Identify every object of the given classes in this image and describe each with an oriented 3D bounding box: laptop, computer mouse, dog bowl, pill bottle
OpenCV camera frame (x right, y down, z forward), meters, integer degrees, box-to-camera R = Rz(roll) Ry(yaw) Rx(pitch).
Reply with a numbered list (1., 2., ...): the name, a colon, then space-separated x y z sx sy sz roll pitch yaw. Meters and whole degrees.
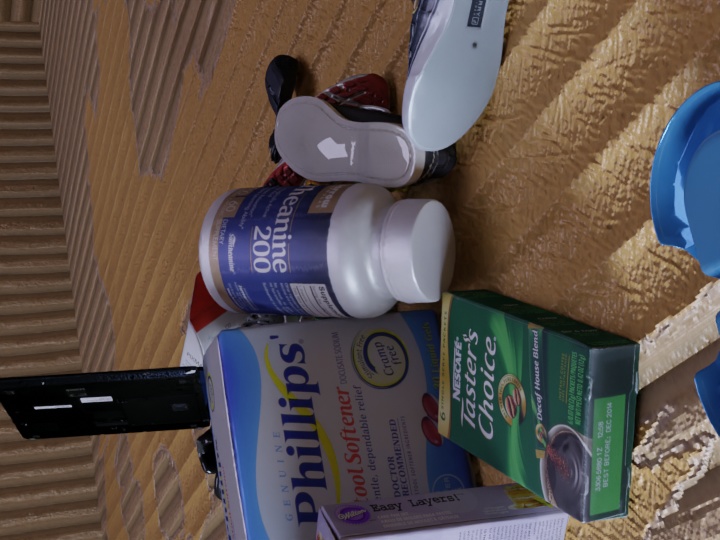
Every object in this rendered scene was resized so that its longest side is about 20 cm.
1. laptop: -0.233 0.099 0.978 0.200 0.176 0.104 94 171 -59
2. computer mouse: -0.094 -0.182 1.143 0.200 0.034 0.059 -91 17 -54
3. dog bowl: 0.212 0.002 0.521 0.111 0.049 0.201 138 125 -61
4. pill bottle: -0.027 -0.017 0.867 0.199 0.111 0.112 0 94 30

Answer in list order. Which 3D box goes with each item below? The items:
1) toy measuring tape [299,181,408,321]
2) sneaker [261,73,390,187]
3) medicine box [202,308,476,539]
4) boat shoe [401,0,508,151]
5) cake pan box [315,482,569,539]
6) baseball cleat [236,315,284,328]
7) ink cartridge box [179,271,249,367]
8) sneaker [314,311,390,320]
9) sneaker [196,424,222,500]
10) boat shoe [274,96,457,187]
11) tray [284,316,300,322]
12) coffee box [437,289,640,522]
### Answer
1. toy measuring tape: 0.000 0.000 0.954 0.074 0.073 0.201 41 112 58
2. sneaker: -0.036 -0.129 1.036 0.200 0.078 0.082 -44 13 40
3. medicine box: -0.022 0.141 0.887 0.103 0.199 0.183 131 131 -63
4. boat shoe: 0.069 -0.200 0.811 0.091 0.070 0.201 53 133 53
5. cake pan box: 0.053 0.259 0.756 0.052 0.183 0.201 -136 47 -63
6. baseball cleat: -0.111 0.054 1.140 0.200 0.069 0.107 -13 -74 -75
7. ink cartridge box: -0.135 0.052 1.195 0.057 0.162 0.200 38 135 14
8. sneaker: -0.023 0.021 1.060 0.200 0.078 0.085 51 171 45
9. sneaker: -0.112 0.157 1.016 0.200 0.099 0.070 -101 4 -65
10. boat shoe: 0.000 -0.114 0.918 0.199 0.060 0.074 15 105 47
11. tray: -0.055 0.123 1.041 0.108 0.022 0.201 89 173 -61
12. coffee box: 0.120 0.090 0.749 0.200 0.044 0.124 -155 65 -64
